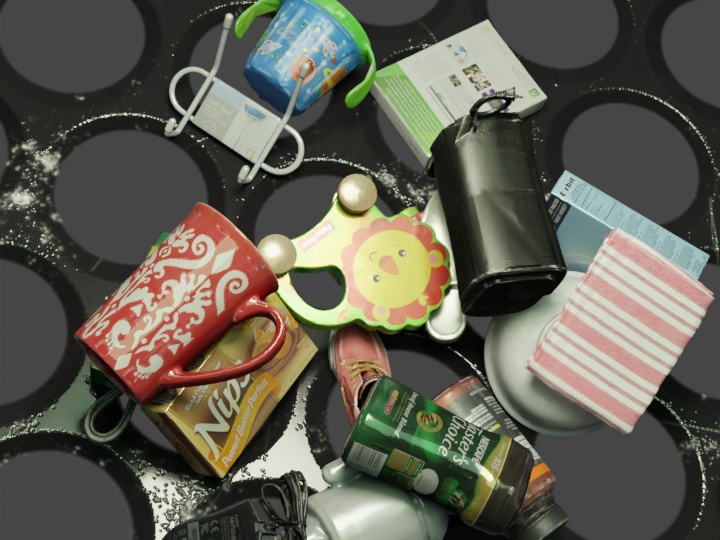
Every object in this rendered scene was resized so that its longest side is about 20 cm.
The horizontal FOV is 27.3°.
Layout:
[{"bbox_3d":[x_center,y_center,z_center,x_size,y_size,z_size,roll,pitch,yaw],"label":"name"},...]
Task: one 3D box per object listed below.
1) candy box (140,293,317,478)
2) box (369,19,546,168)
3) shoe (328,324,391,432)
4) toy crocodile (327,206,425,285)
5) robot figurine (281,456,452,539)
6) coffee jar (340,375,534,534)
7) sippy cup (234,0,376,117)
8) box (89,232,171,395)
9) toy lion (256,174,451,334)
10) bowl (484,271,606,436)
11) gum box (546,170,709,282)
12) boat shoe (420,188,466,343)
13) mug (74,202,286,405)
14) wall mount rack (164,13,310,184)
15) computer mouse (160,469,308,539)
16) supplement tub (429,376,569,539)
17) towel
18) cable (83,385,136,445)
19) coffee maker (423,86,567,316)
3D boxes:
[{"bbox_3d":[-0.147,0.123,1.697,0.200,0.055,0.116,-52,123,-26],"label":"candy box"},{"bbox_3d":[0.128,-0.237,1.971,0.199,0.036,0.145,-27,71,-22],"label":"box"},{"bbox_3d":[0.011,0.130,1.734,0.071,0.091,0.201,-5,65,-13],"label":"shoe"},{"bbox_3d":[0.042,-0.036,1.839,0.199,0.062,0.068,-21,69,-20],"label":"toy crocodile"},{"bbox_3d":[0.015,0.281,1.647,0.199,0.113,0.170,-23,103,-20],"label":"robot figurine"},{"bbox_3d":[0.086,0.200,1.596,0.199,0.086,0.104,26,37,2],"label":"coffee jar"},{"bbox_3d":[-0.077,-0.274,1.906,0.130,0.178,0.140,-50,124,-16],"label":"sippy cup"},{"bbox_3d":[-0.226,0.059,1.753,0.117,0.048,0.201,24,65,2],"label":"box"},{"bbox_3d":[0.000,0.000,1.750,0.200,0.069,0.192,-37,85,-17],"label":"toy lion"},{"bbox_3d":[0.250,0.097,1.756,0.200,0.090,0.202,0,85,-2],"label":"bowl"},{"bbox_3d":[0.301,-0.013,1.812,0.199,0.170,0.045,32,59,6],"label":"gum box"},{"bbox_3d":[0.107,-0.008,1.817,0.072,0.062,0.201,2,76,5],"label":"boat shoe"},{"bbox_3d":[-0.192,0.048,1.607,0.200,0.134,0.177,-44,44,-15],"label":"mug"},{"bbox_3d":[-0.149,-0.212,1.849,0.200,0.075,0.174,33,100,7],"label":"wall mount rack"},{"bbox_3d":[-0.135,0.307,1.607,0.199,0.053,0.139,-19,53,20],"label":"computer mouse"},{"bbox_3d":[0.150,0.228,1.702,0.107,0.107,0.200,-31,73,-22],"label":"supplement tub"},{"bbox_3d":[0.298,0.070,1.704,0.146,0.030,0.200,34,84,-2],"label":"towel"},{"bbox_3d":[-0.248,0.110,1.688,0.097,0.050,0.201,21,75,-12],"label":"cable"},{"bbox_3d":[0.150,-0.068,1.697,0.134,0.192,0.201,-14,66,4],"label":"coffee maker"}]
